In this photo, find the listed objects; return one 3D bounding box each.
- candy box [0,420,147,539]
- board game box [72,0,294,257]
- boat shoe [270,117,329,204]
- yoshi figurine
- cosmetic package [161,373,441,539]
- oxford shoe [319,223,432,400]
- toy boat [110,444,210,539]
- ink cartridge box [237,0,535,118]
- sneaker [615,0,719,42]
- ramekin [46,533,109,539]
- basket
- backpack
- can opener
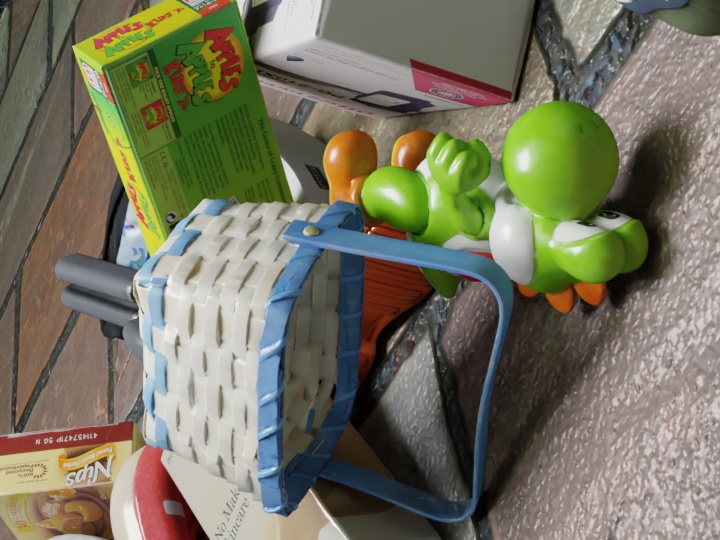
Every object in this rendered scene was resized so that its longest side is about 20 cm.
[{"bbox_3d":[-0.212,0.197,1.106,0.201,0.114,0.056,78,-173,-54],"label":"candy box"},{"bbox_3d":[-0.109,-0.077,0.925,0.047,0.101,0.202,34,148,47],"label":"board game box"},{"bbox_3d":[-0.050,-0.055,1.063,0.064,0.070,0.201,-63,29,22],"label":"boat shoe"},{"bbox_3d":[0.073,-0.053,0.749,0.199,0.112,0.113,18,66,47],"label":"yoshi figurine"},{"bbox_3d":[-0.044,0.143,0.870,0.200,0.070,0.106,46,122,43],"label":"cosmetic package"},{"bbox_3d":[0.000,0.000,0.928,0.201,0.071,0.073,-56,26,37],"label":"oxford shoe"},{"bbox_3d":[-0.091,0.200,0.970,0.130,0.131,0.202,-26,60,6],"label":"toy boat"},{"bbox_3d":[0.002,-0.163,0.921,0.199,0.143,0.086,6,83,65],"label":"ink cartridge box"},{"bbox_3d":[0.139,-0.182,0.702,0.068,0.089,0.201,-62,27,27],"label":"sneaker"},{"bbox_3d":[-0.212,0.296,1.039,0.105,0.200,0.201,-38,-11,-49],"label":"ramekin"},{"bbox_3d":[-0.019,0.047,0.760,0.139,0.198,0.178,-51,-26,-50],"label":"basket"},{"bbox_3d":[-0.165,-0.053,1.225,0.164,0.151,0.202,-76,-9,-48],"label":"backpack"},{"bbox_3d":[-0.194,0.028,1.141,0.199,0.066,0.053,18,122,45],"label":"can opener"}]
